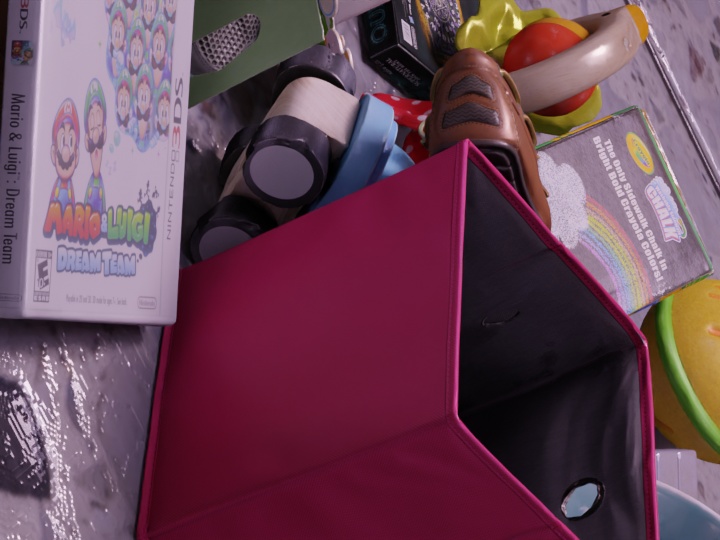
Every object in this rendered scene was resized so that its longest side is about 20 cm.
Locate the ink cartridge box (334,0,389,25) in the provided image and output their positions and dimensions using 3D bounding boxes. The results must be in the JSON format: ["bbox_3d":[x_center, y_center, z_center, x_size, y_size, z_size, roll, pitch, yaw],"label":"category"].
[{"bbox_3d":[0.030,-0.259,1.824,0.145,0.199,0.084,61,30,-12],"label":"ink cartridge box"}]

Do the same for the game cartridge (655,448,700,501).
[{"bbox_3d":[0.165,0.213,1.796,0.129,0.038,0.201,3,85,-49],"label":"game cartridge"}]

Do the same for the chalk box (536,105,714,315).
[{"bbox_3d":[0.133,-0.021,1.861,0.200,0.123,0.125,-22,88,-49],"label":"chalk box"}]

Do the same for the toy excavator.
[{"bbox_3d":[0.000,0.000,1.656,0.199,0.195,0.100,29,36,-8],"label":"toy excavator"}]

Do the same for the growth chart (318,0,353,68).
[{"bbox_3d":[-0.034,-0.163,1.736,0.145,0.018,0.201,122,-44,-73],"label":"growth chart"}]

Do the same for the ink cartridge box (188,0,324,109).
[{"bbox_3d":[-0.100,-0.192,1.589,0.048,0.145,0.201,29,45,-48],"label":"ink cartridge box"}]

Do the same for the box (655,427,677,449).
[{"bbox_3d":[0.172,0.142,1.925,0.117,0.060,0.201,49,32,-31],"label":"box"}]

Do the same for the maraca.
[{"bbox_3d":[0.249,0.066,1.940,0.200,0.107,0.138,-10,77,-63],"label":"maraca"}]

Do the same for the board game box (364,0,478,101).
[{"bbox_3d":[0.042,-0.202,1.991,0.135,0.028,0.201,35,40,-47],"label":"board game box"}]

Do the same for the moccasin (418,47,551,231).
[{"bbox_3d":[0.067,-0.060,1.614,0.202,0.073,0.078,62,26,-63],"label":"moccasin"}]

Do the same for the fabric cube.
[{"bbox_3d":[0.025,0.090,1.539,0.200,0.199,0.197,45,33,-36],"label":"fabric cube"}]

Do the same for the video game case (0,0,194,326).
[{"bbox_3d":[-0.131,-0.065,1.447,0.200,0.024,0.183,7,86,-72],"label":"video game case"}]

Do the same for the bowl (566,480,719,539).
[{"bbox_3d":[0.138,0.215,1.663,0.200,0.105,0.201,14,35,-10],"label":"bowl"}]

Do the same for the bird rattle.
[{"bbox_3d":[0.099,-0.130,1.865,0.200,0.162,0.113,-27,97,-56],"label":"bird rattle"}]

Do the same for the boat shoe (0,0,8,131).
[{"bbox_3d":[-0.165,-0.105,1.491,0.072,0.072,0.201,40,41,-55],"label":"boat shoe"}]

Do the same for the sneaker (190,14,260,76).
[{"bbox_3d":[-0.060,-0.201,1.653,0.077,0.091,0.201,1,105,-42],"label":"sneaker"}]
